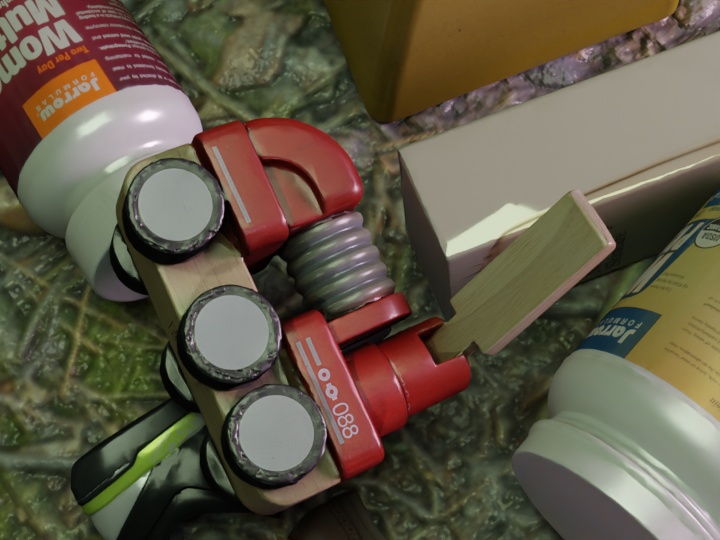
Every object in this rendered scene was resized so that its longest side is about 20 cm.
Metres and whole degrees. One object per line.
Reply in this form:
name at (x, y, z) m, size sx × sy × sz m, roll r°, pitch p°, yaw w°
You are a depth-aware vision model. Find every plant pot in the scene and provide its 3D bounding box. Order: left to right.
plant pot at (0.066, -0.227, 0.932) m, size 0.199 × 0.176 × 0.201 m, roll -21°, pitch 80°, yaw -6°

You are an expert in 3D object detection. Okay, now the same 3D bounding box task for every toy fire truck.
toy fire truck at (0.000, 0.000, 0.819) m, size 0.199 × 0.129 × 0.177 m, roll -22°, pitch 82°, yaw -18°

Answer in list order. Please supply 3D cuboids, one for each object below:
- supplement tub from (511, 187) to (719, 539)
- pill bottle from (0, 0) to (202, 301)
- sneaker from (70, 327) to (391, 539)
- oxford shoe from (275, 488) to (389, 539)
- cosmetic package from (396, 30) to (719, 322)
supplement tub at (0.184, 0.059, 0.833) m, size 0.145 × 0.145 × 0.200 m, roll 38°, pitch 73°, yaw 19°
pill bottle at (-0.156, -0.088, 0.946) m, size 0.109 × 0.110 × 0.200 m, roll -31°, pitch 67°, yaw -10°
sneaker at (-0.057, 0.088, 0.894) m, size 0.200 × 0.072 × 0.083 m, roll -33°, pitch 91°, yaw -9°
oxford shoe at (0.039, 0.185, 0.829) m, size 0.072 × 0.071 × 0.200 m, roll -41°, pitch 68°, yaw -19°
cosmetic package at (0.125, -0.049, 0.910) m, size 0.199 × 0.104 × 0.073 m, roll -22°, pitch 66°, yaw -5°
